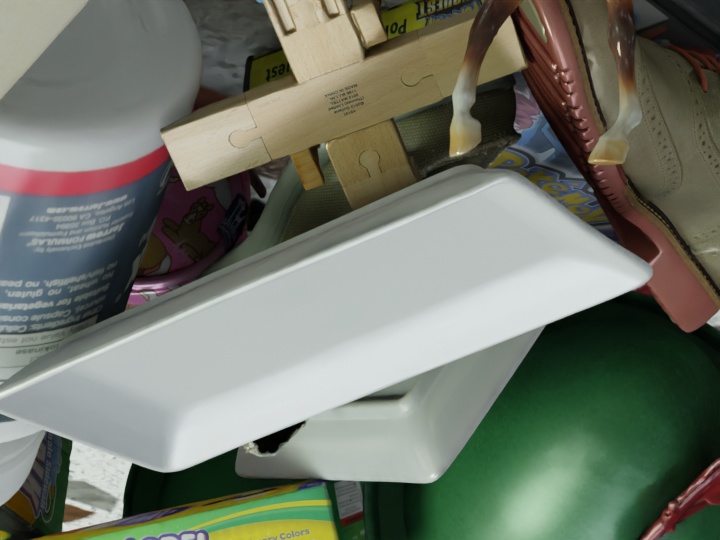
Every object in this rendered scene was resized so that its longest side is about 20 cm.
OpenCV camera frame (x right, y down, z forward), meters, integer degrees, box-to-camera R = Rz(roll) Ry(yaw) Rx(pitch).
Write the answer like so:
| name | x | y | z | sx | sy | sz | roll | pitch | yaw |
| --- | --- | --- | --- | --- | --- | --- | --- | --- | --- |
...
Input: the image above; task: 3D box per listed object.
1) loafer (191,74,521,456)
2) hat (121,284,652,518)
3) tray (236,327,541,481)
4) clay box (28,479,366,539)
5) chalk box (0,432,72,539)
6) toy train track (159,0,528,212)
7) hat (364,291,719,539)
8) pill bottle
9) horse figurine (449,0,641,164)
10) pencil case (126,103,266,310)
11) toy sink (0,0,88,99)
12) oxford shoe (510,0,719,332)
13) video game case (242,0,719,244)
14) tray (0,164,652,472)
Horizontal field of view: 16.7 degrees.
| name | x | y | z | sx | sy | sz | roll | pitch | yaw |
| --- | --- | --- | --- | --- | --- | --- | --- | --- | --- |
| loafer | 0.000 | 0.000 | 0.867 | 0.075 | 0.070 | 0.200 | -17 | 159 | -41 |
| hat | 0.005 | 0.065 | 1.065 | 0.165 | 0.200 | 0.176 | 36 | 144 | 3 |
| tray | 0.010 | 0.033 | 0.957 | 0.022 | 0.108 | 0.200 | 39 | 162 | -16 |
| clay box | -0.097 | 0.125 | 1.003 | 0.199 | 0.048 | 0.115 | -12 | 176 | 7 |
| chalk box | -0.200 | 0.050 | 1.075 | 0.124 | 0.125 | 0.200 | -3 | 156 | 16 |
| toy train track | -0.020 | -0.094 | 0.748 | 0.114 | 0.033 | 0.201 | -19 | 123 | 7 |
| hat | 0.095 | 0.054 | 0.895 | 0.200 | 0.166 | 0.176 | -37 | 164 | -11 |
| pill bottle | -0.134 | -0.012 | 0.840 | 0.119 | 0.120 | 0.201 | 11 | 132 | -14 |
| horse figurine | 0.103 | -0.095 | 0.717 | 0.199 | 0.134 | 0.050 | 3 | 179 | -17 |
| pencil case | -0.078 | 0.007 | 1.002 | 0.086 | 0.083 | 0.200 | -3 | 156 | 0 |
| toy sink | -0.150 | -0.115 | 0.663 | 0.200 | 0.112 | 0.130 | -47 | 140 | 9 |
| oxford shoe | 0.101 | -0.055 | 0.811 | 0.075 | 0.071 | 0.200 | -30 | 147 | 7 |
| video game case | 0.087 | -0.052 | 0.908 | 0.180 | 0.026 | 0.200 | -16 | 149 | 38 |
| tray | -0.015 | 0.014 | 0.795 | 0.199 | 0.022 | 0.107 | -23 | 152 | 24 |
